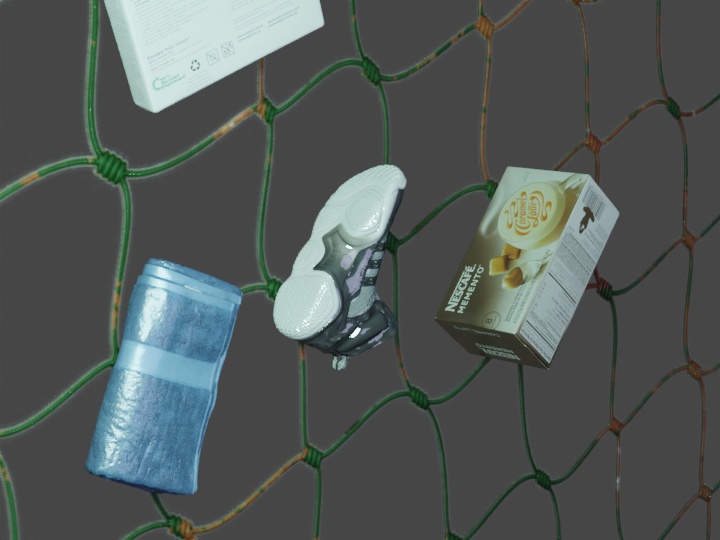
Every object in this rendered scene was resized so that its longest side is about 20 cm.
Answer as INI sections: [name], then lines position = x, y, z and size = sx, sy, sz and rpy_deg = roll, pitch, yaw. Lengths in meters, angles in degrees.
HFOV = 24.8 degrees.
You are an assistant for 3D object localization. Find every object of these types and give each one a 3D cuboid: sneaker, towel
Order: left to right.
[towel]
position = -0.172, 0.097, 1.450
size = 0.112, 0.048, 0.200
rpy_deg = 23, 80, -45
[sneaker]
position = 0.000, 0.000, 1.602
size = 0.114, 0.075, 0.200
rpy_deg = 45, 70, -42

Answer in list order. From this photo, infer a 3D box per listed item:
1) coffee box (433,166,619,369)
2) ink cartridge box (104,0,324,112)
[coffee box]
position = 0.180, -0.005, 1.762
size = 0.080, 0.114, 0.200
rpy_deg = 44, 66, -41
[ink cartridge box]
position = -0.132, -0.265, 1.406
size = 0.196, 0.043, 0.200
rpy_deg = -31, 125, -29
